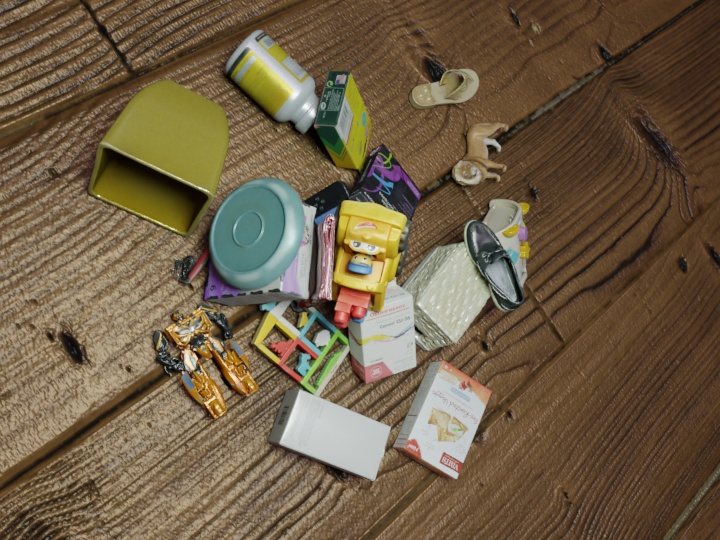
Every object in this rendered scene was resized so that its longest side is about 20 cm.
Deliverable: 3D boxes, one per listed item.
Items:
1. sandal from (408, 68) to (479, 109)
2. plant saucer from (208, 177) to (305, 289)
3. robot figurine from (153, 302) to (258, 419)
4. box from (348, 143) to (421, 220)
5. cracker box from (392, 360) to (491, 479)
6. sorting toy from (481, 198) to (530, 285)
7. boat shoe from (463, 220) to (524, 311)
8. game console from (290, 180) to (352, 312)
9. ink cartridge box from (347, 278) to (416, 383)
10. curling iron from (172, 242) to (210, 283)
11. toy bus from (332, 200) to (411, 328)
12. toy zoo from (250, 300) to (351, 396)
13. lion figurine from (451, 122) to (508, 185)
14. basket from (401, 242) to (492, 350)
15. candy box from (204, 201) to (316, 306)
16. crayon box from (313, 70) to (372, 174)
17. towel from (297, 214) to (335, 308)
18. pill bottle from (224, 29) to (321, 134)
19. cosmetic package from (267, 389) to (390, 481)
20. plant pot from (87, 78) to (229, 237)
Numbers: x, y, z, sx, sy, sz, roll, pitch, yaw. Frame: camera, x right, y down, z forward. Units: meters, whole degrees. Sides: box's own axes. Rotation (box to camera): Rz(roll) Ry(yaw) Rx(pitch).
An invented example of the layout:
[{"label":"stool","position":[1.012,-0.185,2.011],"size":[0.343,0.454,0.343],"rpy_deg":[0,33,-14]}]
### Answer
[{"label":"sandal","position":[0.212,-0.426,1.528],"size":[0.211,0.070,0.078],"rpy_deg":[-25,90,-27]},{"label":"plant saucer","position":[-0.184,-0.068,1.128],"size":[0.027,0.200,0.201],"rpy_deg":[28,63,-59]},{"label":"robot figurine","position":[-0.275,0.155,1.190],"size":[0.145,0.058,0.200],"rpy_deg":[-35,95,-27]},{"label":"box","position":[0.055,-0.153,1.358],"size":[0.143,0.036,0.200],"rpy_deg":[49,38,-22]},{"label":"cracker box","position":[0.170,0.303,1.361],"size":[0.134,0.058,0.200],"rpy_deg":[33,68,-14]},{"label":"sorting toy","position":[0.329,-0.039,1.469],"size":[0.200,0.107,0.180],"rpy_deg":[-53,129,-48]},{"label":"boat shoe","position":[0.271,-0.012,1.328],"size":[0.074,0.066,0.200],"rpy_deg":[-19,88,-13]},{"label":"game console","position":[-0.079,-0.046,1.295],"size":[0.116,0.176,0.200],"rpy_deg":[-27,92,-55]},{"label":"ink cartridge box","position":[0.040,0.104,1.287],"size":[0.116,0.067,0.200],"rpy_deg":[-16,116,-22]},{"label":"curling iron","position":[-0.270,-0.055,1.199],"size":[0.050,0.026,0.200],"rpy_deg":[44,101,6]},{"label":"toy bus","position":[0.000,0.000,1.154],"size":[0.135,0.200,0.192],"rpy_deg":[16,67,5]},{"label":"toy zoo","position":[-0.119,0.130,1.269],"size":[0.200,0.020,0.131],"rpy_deg":[44,66,-21]},{"label":"lion figurine","position":[0.272,-0.274,1.532],"size":[0.122,0.073,0.200],"rpy_deg":[12,60,-9]},{"label":"basket","position":[0.174,0.050,1.380],"size":[0.136,0.123,0.200],"rpy_deg":[45,64,-11]},{"label":"candy box","position":[-0.180,-0.029,1.190],"size":[0.071,0.200,0.168],"rpy_deg":[21,68,-49]},{"label":"crayon box","position":[-0.030,-0.293,1.355],"size":[0.051,0.200,0.127],"rpy_deg":[7,71,18]},{"label":"towel","position":[-0.082,-0.010,1.180],"size":[0.023,0.200,0.144],"rpy_deg":[6,81,-16]},{"label":"pill bottle","position":[-0.162,-0.369,1.323],"size":[0.200,0.112,0.112],"rpy_deg":[42,66,-11]},{"label":"cosmetic package","position":[-0.057,0.307,1.243],"size":[0.200,0.085,0.108],"rpy_deg":[28,70,-17]},{"label":"plant pot","position":[-0.338,-0.213,1.176],"size":[0.194,0.195,0.200],"rpy_deg":[25,61,-18]}]
